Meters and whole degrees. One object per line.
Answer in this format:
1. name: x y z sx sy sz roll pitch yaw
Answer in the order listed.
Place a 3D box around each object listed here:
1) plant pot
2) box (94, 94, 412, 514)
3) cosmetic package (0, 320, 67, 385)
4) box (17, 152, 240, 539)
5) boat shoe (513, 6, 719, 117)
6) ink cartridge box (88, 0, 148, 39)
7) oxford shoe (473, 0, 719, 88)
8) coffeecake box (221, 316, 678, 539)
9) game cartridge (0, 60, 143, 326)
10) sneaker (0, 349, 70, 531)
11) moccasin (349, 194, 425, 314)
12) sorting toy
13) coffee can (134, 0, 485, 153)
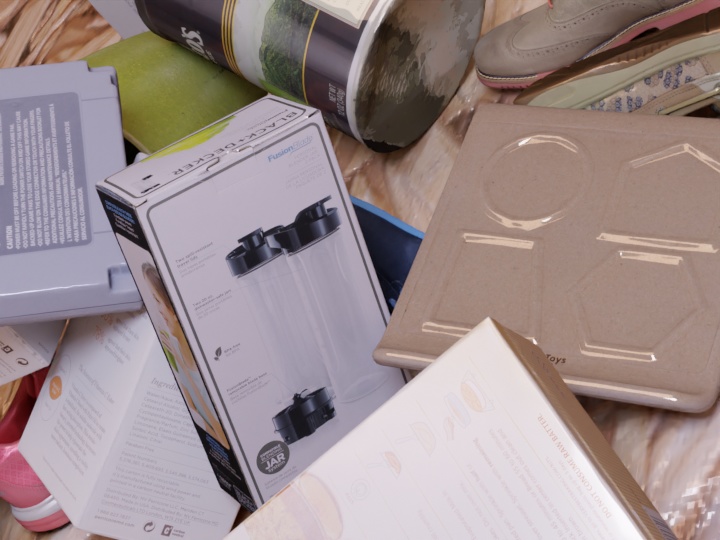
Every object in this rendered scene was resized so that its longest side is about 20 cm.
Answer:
1. plant pot: -0.152 -0.098 1.239 0.186 0.188 0.200 -13 28 39
2. box: -0.050 0.020 0.909 0.116 0.201 0.060 -30 27 -20
3. cosmetic package: -0.275 0.030 1.057 0.199 0.085 0.108 -23 36 30
4. box: -0.110 0.049 0.997 0.124 0.097 0.201 32 101 58
5. boat shoe: 0.187 -0.108 0.970 0.199 0.063 0.073 -16 13 32
6. ink cartridge box: -0.119 -0.278 1.428 0.199 0.145 0.146 -18 39 35
7. oxford shoe: 0.148 -0.179 1.073 0.199 0.075 0.071 -22 37 31
8. coffeecake box: 0.033 0.146 0.732 0.200 0.073 0.154 -40 63 11
9. game cartridge: -0.200 -0.046 0.979 0.132 0.041 0.201 -4 45 -10
10. sneaker: -0.176 0.077 1.115 0.200 0.087 0.074 -51 33 -14
11. moccasin: 0.000 0.000 1.019 0.068 0.080 0.200 -53 31 -9
12. sorting toy: 0.122 -0.010 0.896 0.184 0.037 0.201 7 52 27
13. coffee can: -0.035 -0.188 1.145 0.199 0.147 0.147 30 72 26
